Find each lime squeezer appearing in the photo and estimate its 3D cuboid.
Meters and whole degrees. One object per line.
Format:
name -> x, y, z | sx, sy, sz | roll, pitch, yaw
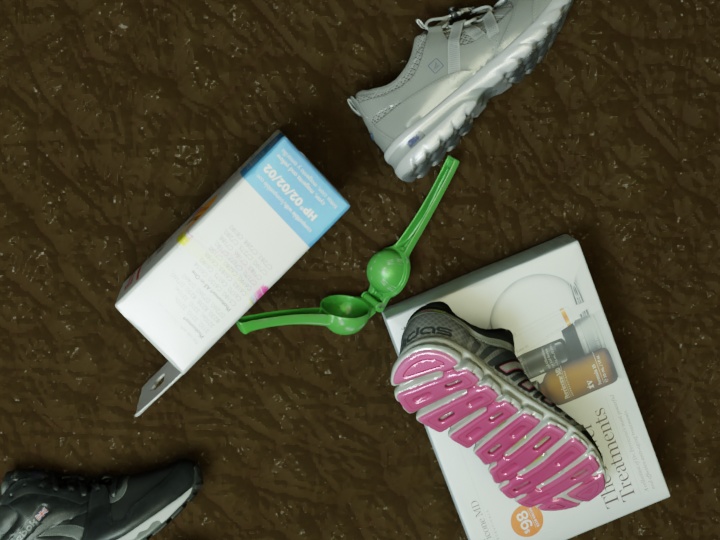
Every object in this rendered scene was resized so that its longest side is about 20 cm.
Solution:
lime squeezer -> 0.000, 0.000, 1.194 | 0.199, 0.038, 0.071 | -37, 117, -16

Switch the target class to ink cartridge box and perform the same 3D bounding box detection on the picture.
ink cartridge box -> -0.103, -0.001, 1.153 | 0.200, 0.115, 0.068 | -45, 98, 1

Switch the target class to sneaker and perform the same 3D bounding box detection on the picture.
sneaker -> -0.210, 0.171, 1.187 | 0.198, 0.076, 0.088 | -29, 92, -1
sneaker -> 0.097, 0.088, 1.154 | 0.199, 0.088, 0.074 | 37, 121, -27
sneaker -> 0.076, -0.158, 1.172 | 0.082, 0.075, 0.200 | 44, 82, 7

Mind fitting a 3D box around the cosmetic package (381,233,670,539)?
cosmetic package -> 0.119, 0.096, 1.218 | 0.149, 0.052, 0.202 | -22, 98, 1
